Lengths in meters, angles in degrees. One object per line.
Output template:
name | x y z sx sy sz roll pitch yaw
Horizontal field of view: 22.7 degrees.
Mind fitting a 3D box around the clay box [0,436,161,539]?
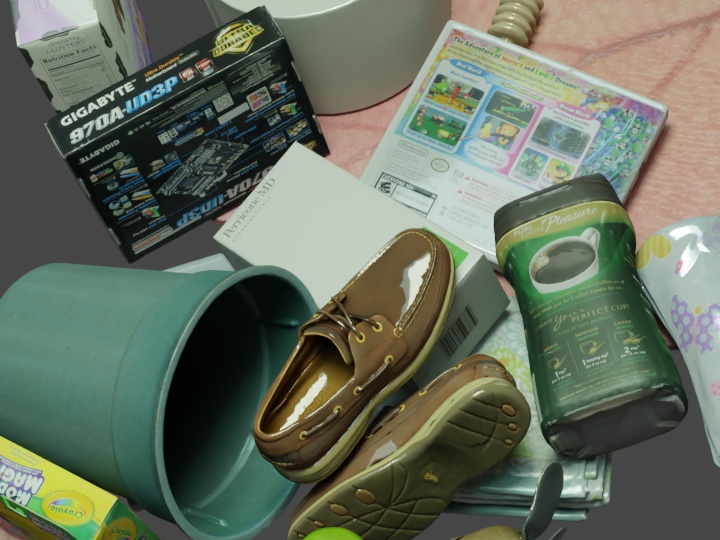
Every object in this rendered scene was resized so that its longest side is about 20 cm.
clay box | -0.201 0.181 1.279 0.115 0.200 0.048 23 71 24

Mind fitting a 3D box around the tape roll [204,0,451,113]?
tape roll | -0.031 -0.253 1.530 0.202 0.139 0.203 -6 59 11

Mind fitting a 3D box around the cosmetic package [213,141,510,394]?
cosmetic package | 0.000 0.000 1.359 0.200 0.085 0.108 31 76 32

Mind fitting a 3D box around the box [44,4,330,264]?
box | -0.135 -0.108 1.458 0.200 0.159 0.046 -30 56 -4

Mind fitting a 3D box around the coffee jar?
coffee jar | 0.162 0.028 1.297 0.104 0.085 0.200 -19 55 13

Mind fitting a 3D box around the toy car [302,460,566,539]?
toy car | 0.068 0.214 1.228 0.200 0.164 0.158 -40 59 -22

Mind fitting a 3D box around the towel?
towel | 0.095 0.100 1.349 0.200 0.048 0.171 3 58 15

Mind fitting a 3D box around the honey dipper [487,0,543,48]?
honey dipper | 0.104 -0.148 1.498 0.038 0.038 0.200 14 66 21

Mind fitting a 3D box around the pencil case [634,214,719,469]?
pencil case | 0.269 0.055 1.308 0.091 0.083 0.200 -13 58 -13

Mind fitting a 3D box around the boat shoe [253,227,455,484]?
boat shoe | -0.004 0.052 1.239 0.072 0.068 0.200 29 79 33

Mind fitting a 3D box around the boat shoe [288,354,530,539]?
boat shoe | 0.031 0.135 1.271 0.200 0.072 0.068 -39 30 13

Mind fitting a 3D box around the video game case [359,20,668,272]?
video game case | 0.120 -0.091 1.444 0.200 0.024 0.182 24 72 16

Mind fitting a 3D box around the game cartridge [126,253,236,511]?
game cartridge | -0.135 0.082 1.421 0.133 0.040 0.200 -16 58 0

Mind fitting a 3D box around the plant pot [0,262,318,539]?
plant pot | -0.157 0.081 1.301 0.196 0.200 0.200 10 62 33

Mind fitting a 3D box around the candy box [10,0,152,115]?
candy box | -0.232 -0.201 1.512 0.071 0.200 0.168 -16 57 4
